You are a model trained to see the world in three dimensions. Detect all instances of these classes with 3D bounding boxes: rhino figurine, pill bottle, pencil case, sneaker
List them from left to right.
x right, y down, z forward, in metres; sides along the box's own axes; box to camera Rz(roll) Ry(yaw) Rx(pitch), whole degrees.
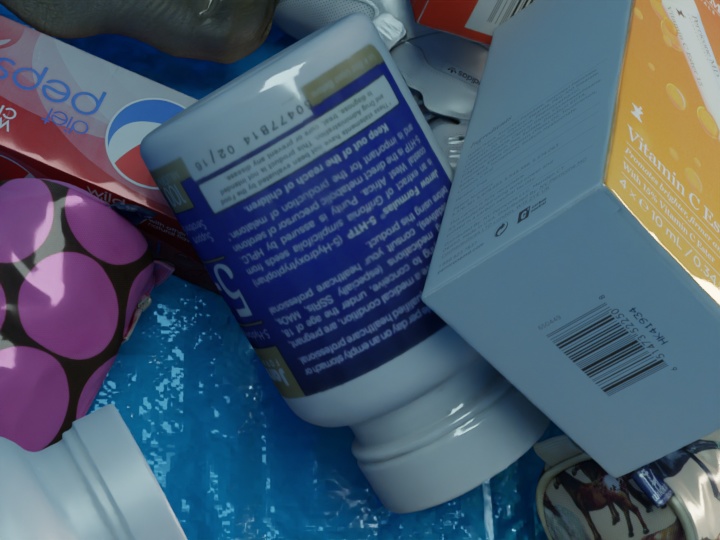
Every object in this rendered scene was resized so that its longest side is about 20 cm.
[{"bbox_3d":[-0.165,0.131,0.608,0.199,0.104,0.105,-29,74,-11],"label":"pill bottle"},{"bbox_3d":[-0.162,0.056,0.729,0.093,0.090,0.201,35,63,-24],"label":"pencil case"},{"bbox_3d":[-0.131,-0.156,0.796,0.198,0.060,0.088,9,89,-12],"label":"rhino figurine"},{"bbox_3d":[0.000,0.000,0.717,0.119,0.120,0.201,-34,100,-23],"label":"pill bottle"},{"bbox_3d":[0.025,-0.094,0.838,0.198,0.075,0.116,20,61,-6],"label":"sneaker"},{"bbox_3d":[0.161,0.067,0.765,0.200,0.077,0.090,-40,111,-43],"label":"pencil case"}]

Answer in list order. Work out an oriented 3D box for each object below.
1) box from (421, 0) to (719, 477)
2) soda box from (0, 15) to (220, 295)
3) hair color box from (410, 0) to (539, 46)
[{"bbox_3d":[0.117,-0.035,0.695,0.124,0.097,0.201,42,38,-21],"label":"box"},{"bbox_3d":[-0.134,-0.061,0.797,0.199,0.063,0.070,23,63,-2],"label":"soda box"},{"bbox_3d":[0.075,-0.189,0.845,0.110,0.064,0.201,15,38,-19],"label":"hair color box"}]
